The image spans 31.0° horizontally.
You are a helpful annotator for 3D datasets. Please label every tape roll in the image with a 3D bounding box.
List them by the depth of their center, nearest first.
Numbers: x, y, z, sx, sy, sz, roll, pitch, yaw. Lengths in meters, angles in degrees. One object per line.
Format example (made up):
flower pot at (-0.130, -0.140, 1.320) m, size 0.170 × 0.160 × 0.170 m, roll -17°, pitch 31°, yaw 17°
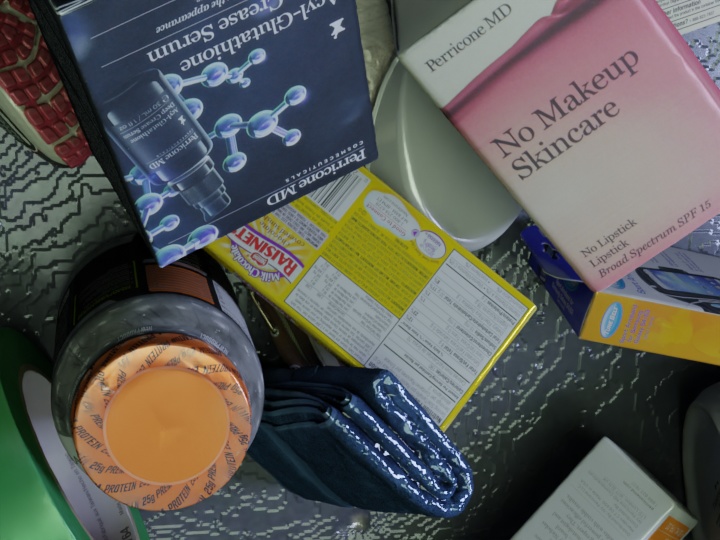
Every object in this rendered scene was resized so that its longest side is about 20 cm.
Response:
tape roll at (-0.188, 0.133, 0.788) m, size 0.048 × 0.201 × 0.201 m, roll -29°, pitch 109°, yaw -1°

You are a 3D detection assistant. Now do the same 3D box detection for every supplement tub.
supplement tub at (-0.124, 0.057, 0.781) m, size 0.121 × 0.200 × 0.124 m, roll -3°, pitch 106°, yaw -10°

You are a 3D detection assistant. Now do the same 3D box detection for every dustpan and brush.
dustpan and brush at (0.046, -0.031, 0.853) m, size 0.139 × 0.057 × 0.202 m, roll 22°, pitch 75°, yaw -34°

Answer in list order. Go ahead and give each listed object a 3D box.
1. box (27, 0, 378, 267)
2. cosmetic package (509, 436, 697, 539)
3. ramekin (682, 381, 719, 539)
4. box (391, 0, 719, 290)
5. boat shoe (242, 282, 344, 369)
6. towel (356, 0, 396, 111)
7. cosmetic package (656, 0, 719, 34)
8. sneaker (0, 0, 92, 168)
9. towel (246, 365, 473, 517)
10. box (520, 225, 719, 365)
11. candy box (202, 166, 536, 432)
box at (-0.086, -0.125, 0.697) m, size 0.148 × 0.107 × 0.201 m, roll -28°, pitch 146°, yaw -11°
cosmetic package at (0.142, 0.221, 0.925) m, size 0.200 × 0.071 × 0.101 m, roll -48°, pitch 152°, yaw 5°
ramekin at (0.296, 0.162, 0.904) m, size 0.104 × 0.200 × 0.202 m, roll -7°, pitch 107°, yaw 0°
box at (0.127, -0.111, 0.769) m, size 0.127 × 0.109 × 0.200 m, roll -35°, pitch 115°, yaw 19°
boat shoe at (-0.021, 0.060, 0.883) m, size 0.074 × 0.075 × 0.204 m, roll -9°, pitch 118°, yaw 28°
towel at (-0.073, -0.147, 0.823) m, size 0.198 × 0.034 × 0.134 m, roll -16°, pitch 108°, yaw -7°
cosmetic package at (0.193, -0.257, 0.828) m, size 0.104 × 0.071 × 0.202 m, roll -18°, pitch 108°, yaw -5°
sneaker at (-0.234, -0.139, 0.773) m, size 0.074 × 0.081 × 0.200 m, roll -31°, pitch 109°, yaw 39°
towel at (-0.019, 0.111, 0.821) m, size 0.112 × 0.199 × 0.049 m, roll 48°, pitch 65°, yaw -18°
box at (0.203, 0.018, 0.880) m, size 0.198 × 0.119 × 0.042 m, roll 9°, pitch 112°, yaw -13°
candy box at (0.000, 0.000, 0.794) m, size 0.200 × 0.026 × 0.102 m, roll 39°, pitch 81°, yaw 3°
